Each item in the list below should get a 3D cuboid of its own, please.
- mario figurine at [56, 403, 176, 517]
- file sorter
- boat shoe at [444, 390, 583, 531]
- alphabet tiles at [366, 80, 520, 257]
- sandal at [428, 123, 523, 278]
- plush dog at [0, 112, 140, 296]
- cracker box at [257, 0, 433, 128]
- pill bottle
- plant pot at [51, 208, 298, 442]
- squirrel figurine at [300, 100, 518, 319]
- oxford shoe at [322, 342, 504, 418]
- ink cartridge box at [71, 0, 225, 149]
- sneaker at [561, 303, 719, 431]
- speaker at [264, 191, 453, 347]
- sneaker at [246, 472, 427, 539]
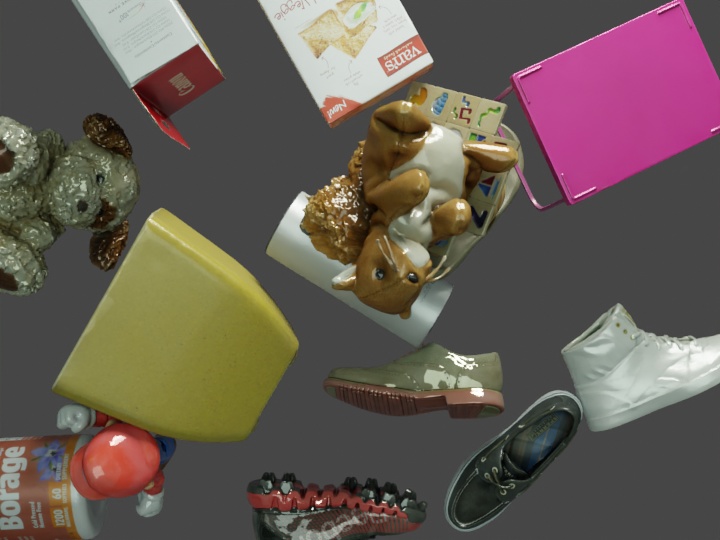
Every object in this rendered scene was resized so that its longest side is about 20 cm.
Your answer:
[{"bbox_3d":[-0.257,0.196,1.185,0.122,0.200,0.107,19,91,1],"label":"mario figurine"},{"bbox_3d":[0.254,-0.165,1.190,0.199,0.125,0.140,-25,91,-10],"label":"file sorter"},{"bbox_3d":[0.162,0.209,1.239,0.069,0.057,0.200,42,100,1],"label":"boat shoe"},{"bbox_3d":[0.073,-0.109,1.205,0.199,0.006,0.168,23,92,42],"label":"alphabet tiles"},{"bbox_3d":[0.118,-0.078,1.223,0.080,0.054,0.201,34,69,2],"label":"sandal"},{"bbox_3d":[-0.324,-0.088,1.231,0.170,0.161,0.202,0,119,-13],"label":"plush dog"},{"bbox_3d":[-0.025,-0.275,1.242,0.133,0.058,0.201,-30,91,2],"label":"cracker box"},{"bbox_3d":[-0.381,0.237,1.232,0.198,0.112,0.113,-4,91,1],"label":"pill bottle"},{"bbox_3d":[-0.175,0.072,1.192,0.199,0.196,0.195,30,92,-8],"label":"plant pot"},{"bbox_3d":[0.032,-0.048,1.132,0.141,0.199,0.188,21,79,-32],"label":"squirrel figurine"},{"bbox_3d":[0.059,0.118,1.254,0.198,0.071,0.074,5,66,2],"label":"oxford shoe"},{"bbox_3d":[-0.206,-0.228,1.176,0.084,0.200,0.176,-33,90,1],"label":"ink cartridge box"},{"bbox_3d":[0.318,0.083,1.234,0.199,0.074,0.116,-24,94,3],"label":"sneaker"},{"bbox_3d":[0.000,0.000,1.237,0.199,0.081,0.082,32,92,1],"label":"speaker"},{"bbox_3d":[-0.027,0.277,1.246,0.198,0.071,0.099,3,91,3],"label":"sneaker"}]
